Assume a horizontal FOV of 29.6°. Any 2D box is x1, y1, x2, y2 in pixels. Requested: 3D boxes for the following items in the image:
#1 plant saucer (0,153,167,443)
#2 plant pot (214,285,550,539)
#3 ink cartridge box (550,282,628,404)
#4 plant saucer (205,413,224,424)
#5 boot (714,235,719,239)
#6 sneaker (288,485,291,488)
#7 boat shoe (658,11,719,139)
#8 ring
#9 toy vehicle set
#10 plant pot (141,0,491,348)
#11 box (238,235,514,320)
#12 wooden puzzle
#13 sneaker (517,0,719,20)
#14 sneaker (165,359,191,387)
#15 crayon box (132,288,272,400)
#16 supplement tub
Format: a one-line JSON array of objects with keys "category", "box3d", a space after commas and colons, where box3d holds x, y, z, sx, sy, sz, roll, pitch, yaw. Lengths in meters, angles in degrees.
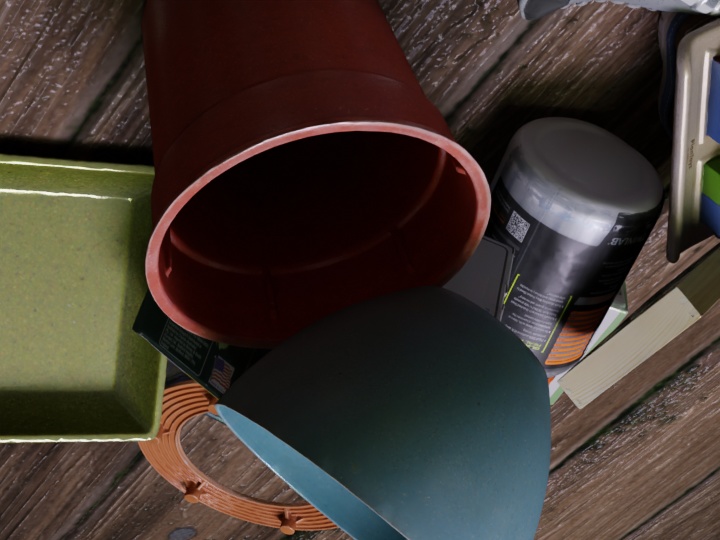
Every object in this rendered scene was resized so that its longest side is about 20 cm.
[{"category": "plant saucer", "box3d": [-0.232, 0.017, 0.952, 0.198, 0.048, 0.202, 3, 101, -27]}, {"category": "plant pot", "box3d": [0.034, 0.089, 0.793, 0.135, 0.199, 0.200, -51, 147, -13]}, {"category": "ink cartridge box", "box3d": [0.115, 0.039, 1.206, 0.199, 0.048, 0.146, 18, 135, -13]}, {"category": "plant saucer", "box3d": [-0.047, 0.145, 1.189, 0.199, 0.019, 0.070, 32, 136, -29]}, {"category": "boot", "box3d": [0.397, -0.028, 1.213, 0.199, 0.066, 0.165, 1, 133, -30]}, {"category": "sneaker", "box3d": [-0.027, 0.153, 1.118, 0.081, 0.089, 0.200, -35, 126, 19]}, {"category": "boat shoe", "box3d": [0.264, -0.123, 1.018, 0.072, 0.073, 0.200, -24, 145, 9]}, {"category": "ring", "box3d": [-0.080, 0.150, 1.053, 0.199, 0.019, 0.201, 11, 141, 9]}, {"category": "toy vehicle set", "box3d": [0.234, 0.024, 1.011, 0.124, 0.027, 0.200, -45, 171, 37]}, {"category": "plant pot", "box3d": [-0.044, -0.091, 0.820, 0.199, 0.196, 0.201, -11, 146, -8]}, {"category": "box", "box3d": [0.000, 0.000, 0.938, 0.199, 0.117, 0.060, 22, 130, -5]}, {"category": "wooden puzzle", "box3d": [0.297, -0.110, 0.957, 0.199, 0.046, 0.186, -29, 135, -22]}, {"category": "sneaker", "box3d": [0.162, -0.198, 0.890, 0.115, 0.076, 0.199, -13, 169, 41]}, {"category": "sneaker", "box3d": [-0.172, 0.052, 1.040, 0.198, 0.082, 0.074, 14, 148, -17]}, {"category": "crayon box", "box3d": [-0.047, 0.058, 0.979, 0.199, 0.127, 0.051, 13, 104, -47]}, {"category": "supplement tub", "box3d": [0.139, -0.005, 1.047, 0.122, 0.123, 0.201, 2, 131, -25]}]
